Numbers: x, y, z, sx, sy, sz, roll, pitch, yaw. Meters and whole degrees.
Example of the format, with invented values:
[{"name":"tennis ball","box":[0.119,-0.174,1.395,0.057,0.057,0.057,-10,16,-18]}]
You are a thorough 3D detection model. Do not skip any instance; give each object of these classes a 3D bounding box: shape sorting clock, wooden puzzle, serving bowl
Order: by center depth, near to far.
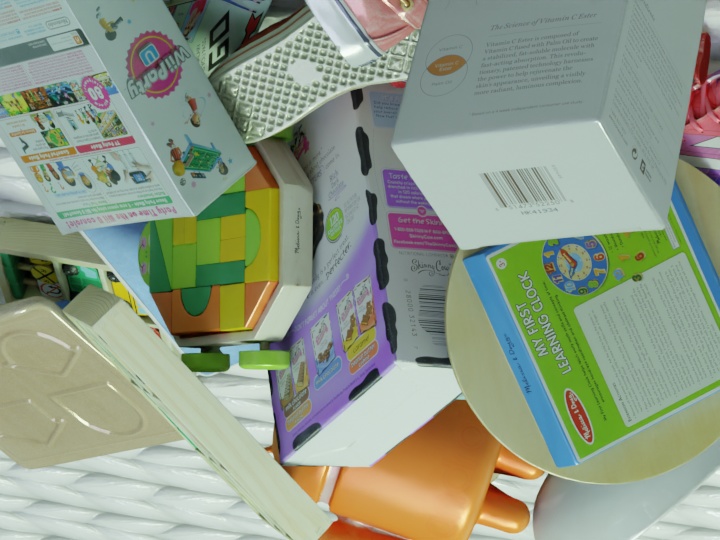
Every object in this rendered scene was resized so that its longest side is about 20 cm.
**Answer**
[{"name":"shape sorting clock","box":[0.146,0.025,1.580,0.199,0.201,0.039,23,177,-12]},{"name":"serving bowl","box":[0.188,0.122,1.820,0.066,0.200,0.200,49,141,-2]},{"name":"wooden puzzle","box":[-0.235,0.075,1.958,0.184,0.047,0.200,-13,141,38]}]

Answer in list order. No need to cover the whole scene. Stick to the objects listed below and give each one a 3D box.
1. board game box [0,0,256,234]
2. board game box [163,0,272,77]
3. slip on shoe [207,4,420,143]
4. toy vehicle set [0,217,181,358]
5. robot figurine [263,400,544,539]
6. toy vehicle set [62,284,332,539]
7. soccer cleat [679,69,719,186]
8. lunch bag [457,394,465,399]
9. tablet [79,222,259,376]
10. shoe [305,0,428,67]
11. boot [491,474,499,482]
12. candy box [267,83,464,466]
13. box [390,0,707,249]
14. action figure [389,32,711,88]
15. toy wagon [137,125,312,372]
[{"name":"board game box","box":[-0.171,-0.124,1.604,0.147,0.064,0.201,-5,121,50]},{"name":"board game box","box":[-0.124,-0.172,1.632,0.134,0.029,0.200,19,147,-7]},{"name":"slip on shoe","box":[-0.005,-0.141,1.597,0.199,0.061,0.074,-26,110,22]},{"name":"toy vehicle set","box":[-0.193,0.039,1.961,0.123,0.027,0.201,9,146,12]},{"name":"robot figurine","box":[0.027,0.119,1.827,0.199,0.117,0.145,18,125,1]},{"name":"toy vehicle set","box":[-0.107,0.093,1.725,0.200,0.027,0.124,47,172,-12]},{"name":"soccer cleat","box":[0.204,-0.085,1.600,0.073,0.069,0.200,25,148,-8]},{"name":"lunch bag","box":[0.150,0.027,1.699,0.199,0.160,0.078,-7,102,30]},{"name":"tablet","box":[-0.100,-0.006,1.847,0.129,0.014,0.200,-23,135,13]},{"name":"shoe","box":[-0.019,-0.216,1.498,0.091,0.072,0.201,-32,111,10]},{"name":"boot","box":[0.050,0.085,1.932,0.166,0.073,0.200,42,141,-17]},{"name":"candy box","box":[0.000,0.000,1.675,0.071,0.201,0.168,4,154,-27]},{"name":"box","box":[0.108,-0.124,1.453,0.124,0.201,0.098,-5,142,29]},{"name":"action figure","box":[0.105,-0.128,1.593,0.199,0.052,0.065,-2,147,28]},{"name":"toy wagon","box":[-0.095,-0.013,1.720,0.039,0.156,0.199,4,174,-36]}]
